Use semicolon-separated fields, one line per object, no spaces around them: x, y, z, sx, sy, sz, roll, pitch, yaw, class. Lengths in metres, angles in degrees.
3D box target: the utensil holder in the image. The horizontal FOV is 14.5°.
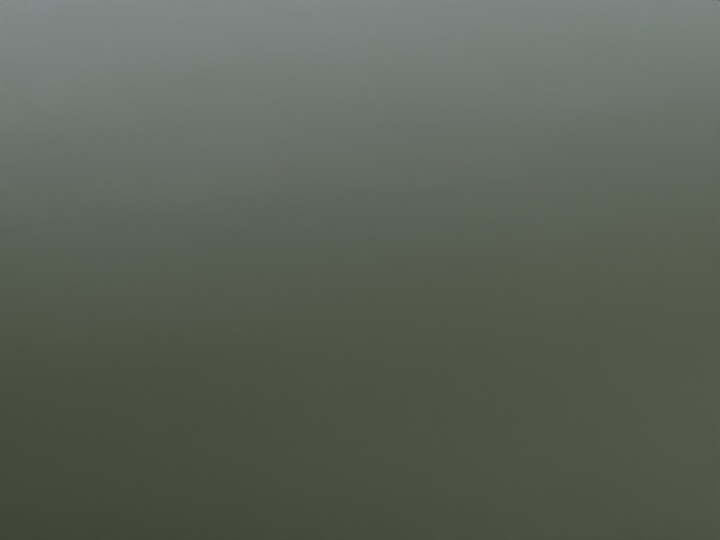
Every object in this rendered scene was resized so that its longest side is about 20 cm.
-0.002;-0.002;0.499;0.199;0.171;0.170;-6;3;11;utensil holder
